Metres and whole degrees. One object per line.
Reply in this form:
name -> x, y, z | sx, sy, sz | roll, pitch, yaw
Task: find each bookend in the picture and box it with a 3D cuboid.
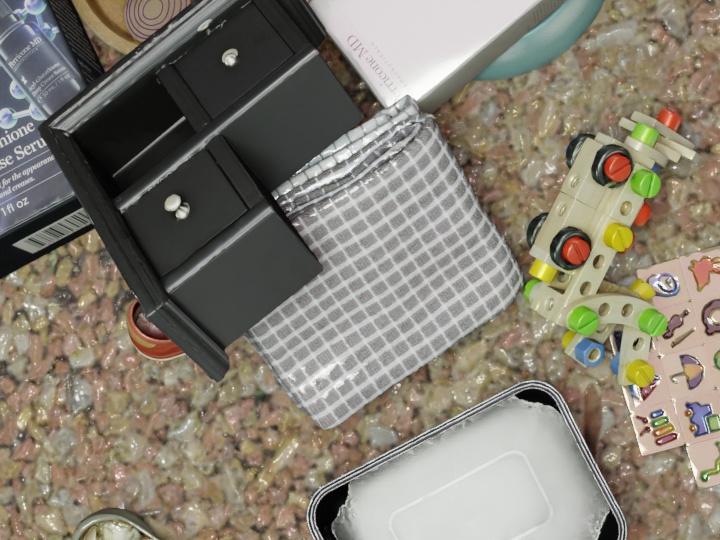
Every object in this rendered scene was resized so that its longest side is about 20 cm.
bookend -> -0.078, -0.072, 0.991 | 0.198, 0.092, 0.200 | -37, 51, 2

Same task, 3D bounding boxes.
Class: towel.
towel -> 0.000, 0.000, 1.076 | 0.199, 0.086, 0.166 | -35, 124, 1

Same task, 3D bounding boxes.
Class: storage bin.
storage bin -> 0.076, 0.178, 1.087 | 0.199, 0.094, 0.136 | -28, 81, 3

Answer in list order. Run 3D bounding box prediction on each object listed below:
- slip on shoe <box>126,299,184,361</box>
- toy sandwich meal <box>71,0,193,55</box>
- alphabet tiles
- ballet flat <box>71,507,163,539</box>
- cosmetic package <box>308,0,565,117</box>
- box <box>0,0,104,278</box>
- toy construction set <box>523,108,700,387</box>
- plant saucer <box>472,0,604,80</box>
slip on shoe -> -0.090, -0.001, 1.142 | 0.199, 0.061, 0.074 | -33, 79, 0
toy sandwich meal -> -0.149, -0.259, 1.173 | 0.203, 0.070, 0.207 | -1, 83, 6
alphabet tiles -> 0.288, 0.061, 1.120 | 0.198, 0.006, 0.168 | -16, 82, 5
ballet flat -> -0.130, 0.246, 1.117 | 0.199, 0.064, 0.068 | 34, 88, 9
cosmetic package -> 0.072, -0.207, 1.108 | 0.200, 0.081, 0.113 | -41, 84, 4
box -> -0.266, -0.119, 1.153 | 0.148, 0.107, 0.201 | -28, 81, 3
toy construction set -> 0.184, -0.028, 1.084 | 0.130, 0.092, 0.202 | 23, 82, -31
plant saucer -> 0.094, -0.246, 1.167 | 0.198, 0.027, 0.202 | -1, 84, 7
